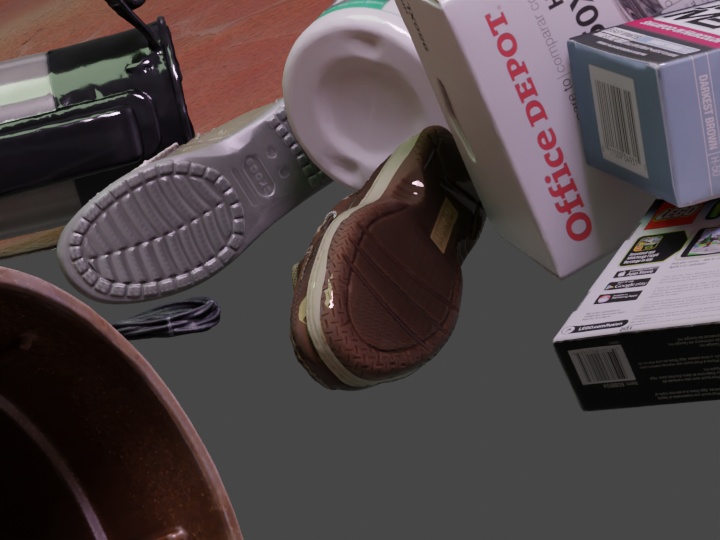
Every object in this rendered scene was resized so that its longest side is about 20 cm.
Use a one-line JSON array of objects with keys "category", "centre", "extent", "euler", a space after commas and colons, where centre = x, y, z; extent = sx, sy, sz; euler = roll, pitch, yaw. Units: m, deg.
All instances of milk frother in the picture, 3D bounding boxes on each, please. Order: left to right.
[{"category": "milk frother", "centre": [-0.206, -0.127, 1.132], "extent": [0.186, 0.202, 0.181], "euler": [-14, -7, -5]}]

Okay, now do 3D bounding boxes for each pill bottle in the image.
[{"category": "pill bottle", "centre": [0.046, -0.134, 1.051], "extent": [0.112, 0.114, 0.200], "euler": [-11, 26, 35]}]

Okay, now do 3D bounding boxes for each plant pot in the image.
[{"category": "plant pot", "centre": [-0.167, 0.128, 0.590], "extent": [0.197, 0.201, 0.201], "euler": [-24, 19, 27]}]

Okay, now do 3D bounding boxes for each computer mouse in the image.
[{"category": "computer mouse", "centre": [-0.161, 0.043, 1.004], "extent": [0.198, 0.034, 0.059], "euler": [-8, 10, 30]}]

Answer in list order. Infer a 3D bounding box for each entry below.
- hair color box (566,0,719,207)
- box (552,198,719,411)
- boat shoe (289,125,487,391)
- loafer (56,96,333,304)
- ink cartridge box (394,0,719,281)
[{"category": "hair color box", "centre": [0.198, -0.087, 0.765], "extent": [0.198, 0.061, 0.099], "euler": [-15, 17, -12]}, {"category": "box", "centre": [0.180, 0.000, 0.679], "extent": [0.199, 0.035, 0.110], "euler": [-9, 27, 39]}, {"category": "boat shoe", "centre": [0.004, 0.005, 0.847], "extent": [0.075, 0.075, 0.202], "euler": [-31, 10, 28]}, {"category": "loafer", "centre": [-0.087, -0.042, 1.068], "extent": [0.199, 0.076, 0.070], "euler": [-29, 8, -20]}, {"category": "ink cartridge box", "centre": [0.135, -0.109, 0.840], "extent": [0.199, 0.146, 0.084], "euler": [-29, 21, -6]}]
